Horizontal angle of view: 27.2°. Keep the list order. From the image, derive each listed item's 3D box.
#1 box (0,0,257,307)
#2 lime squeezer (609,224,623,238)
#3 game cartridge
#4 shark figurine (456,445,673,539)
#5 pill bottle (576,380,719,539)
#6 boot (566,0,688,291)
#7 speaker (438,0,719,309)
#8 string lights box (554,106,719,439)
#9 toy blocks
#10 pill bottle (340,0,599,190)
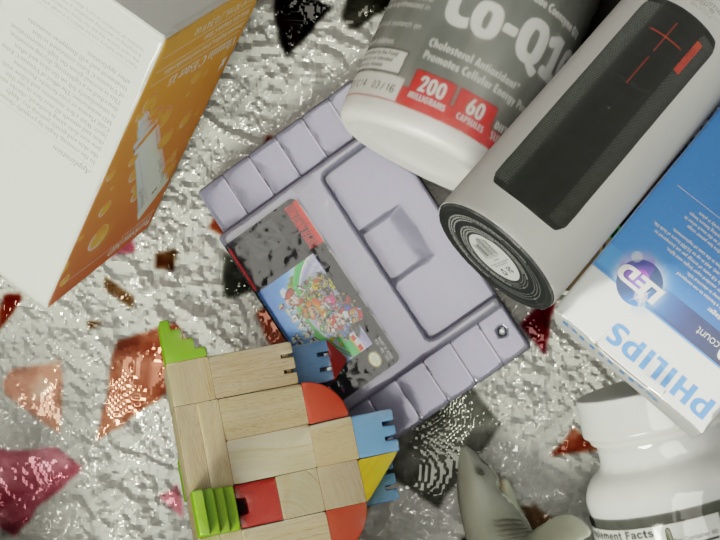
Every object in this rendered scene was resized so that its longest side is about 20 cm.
[{"bbox_3d":[-0.156,-0.100,0.866,0.097,0.124,0.201,35,125,5],"label":"box"},{"bbox_3d":[0.192,0.013,0.864,0.199,0.071,0.038,39,135,10],"label":"lime squeezer"},{"bbox_3d":[0.000,0.000,0.933,0.129,0.038,0.201,-34,87,3],"label":"game cartridge"},{"bbox_3d":[0.102,0.195,0.851,0.089,0.214,0.130,-16,107,-23],"label":"shark figurine"},{"bbox_3d":[0.197,0.162,0.868,0.114,0.116,0.203,-15,89,8],"label":"pill bottle"},{"bbox_3d":[0.166,-0.087,0.898,0.074,0.074,0.203,3,99,-7],"label":"boot"},{"bbox_3d":[0.134,-0.078,0.804,0.081,0.081,0.200,41,76,5],"label":"speaker"},{"bbox_3d":[0.205,-0.020,0.800,0.103,0.059,0.200,40,89,12],"label":"string lights box"},{"bbox_3d":[-0.036,0.120,0.878,0.135,0.100,0.203,-10,79,-11],"label":"toy blocks"},{"bbox_3d":[0.077,-0.154,0.868,0.113,0.114,0.202,24,84,6],"label":"pill bottle"}]
